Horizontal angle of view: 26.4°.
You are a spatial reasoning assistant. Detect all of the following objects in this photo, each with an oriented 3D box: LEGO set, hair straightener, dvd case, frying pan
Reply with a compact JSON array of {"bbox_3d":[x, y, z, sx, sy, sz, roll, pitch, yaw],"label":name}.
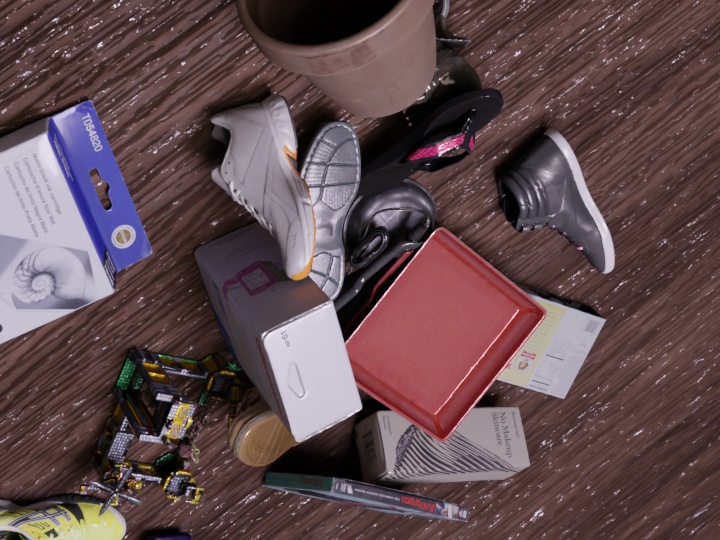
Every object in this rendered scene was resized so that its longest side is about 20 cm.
[{"bbox_3d":[-0.204,0.184,1.663,0.154,0.116,0.200,23,104,-35],"label":"LEGO set"},{"bbox_3d":[0.000,0.000,1.691,0.077,0.041,0.200,30,118,-32],"label":"hair straightener"},{"bbox_3d":[0.007,0.266,1.810,0.200,0.146,0.022,17,77,-34],"label":"dvd case"},{"bbox_3d":[0.032,-0.013,1.737,0.115,0.031,0.190,-3,115,-23],"label":"frying pan"}]

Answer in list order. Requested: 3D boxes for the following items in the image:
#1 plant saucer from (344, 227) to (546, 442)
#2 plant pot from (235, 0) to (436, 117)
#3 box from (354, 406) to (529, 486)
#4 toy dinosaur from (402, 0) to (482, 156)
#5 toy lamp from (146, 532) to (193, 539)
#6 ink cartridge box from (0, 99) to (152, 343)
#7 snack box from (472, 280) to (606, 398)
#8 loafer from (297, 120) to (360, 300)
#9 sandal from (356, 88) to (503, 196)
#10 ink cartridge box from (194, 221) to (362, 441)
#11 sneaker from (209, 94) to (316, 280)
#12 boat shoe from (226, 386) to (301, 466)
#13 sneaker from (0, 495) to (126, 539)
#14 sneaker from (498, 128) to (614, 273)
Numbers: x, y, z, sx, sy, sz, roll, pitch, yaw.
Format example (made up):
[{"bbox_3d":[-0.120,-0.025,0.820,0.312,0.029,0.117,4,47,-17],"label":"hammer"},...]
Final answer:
[{"bbox_3d":[0.086,0.071,1.757,0.200,0.037,0.200,36,94,-33],"label":"plant saucer"},{"bbox_3d":[-0.001,-0.242,1.508,0.200,0.200,0.175,-38,143,-4],"label":"plant pot"},{"bbox_3d":[0.098,0.211,1.846,0.200,0.082,0.068,-1,159,-28],"label":"box"},{"bbox_3d":[0.090,-0.190,1.639,0.102,0.077,0.200,-26,122,4],"label":"toy dinosaur"},{"bbox_3d":[-0.163,0.344,1.811,0.200,0.058,0.058,14,109,-32],"label":"toy lamp"},{"bbox_3d":[-0.321,-0.044,1.528,0.200,0.041,0.200,-27,125,-12],"label":"ink cartridge box"},{"bbox_3d":[0.193,0.079,1.861,0.200,0.037,0.116,18,105,-33],"label":"snack box"},{"bbox_3d":[-0.048,-0.066,1.647,0.072,0.063,0.201,1,105,-25],"label":"loafer"},{"bbox_3d":[0.076,-0.125,1.632,0.200,0.045,0.075,-35,151,25],"label":"sandal"},{"bbox_3d":[-0.086,0.061,1.606,0.085,0.200,0.145,-24,125,-13],"label":"ink cartridge box"},{"bbox_3d":[-0.101,-0.078,1.555,0.092,0.200,0.076,-11,158,-10],"label":"sneaker"},{"bbox_3d":[-0.102,0.160,1.683,0.074,0.069,0.200,-64,161,14],"label":"boat shoe"},{"bbox_3d":[-0.349,0.293,1.675,0.200,0.076,0.076,2,113,-29],"label":"sneaker"},{"bbox_3d":[0.223,-0.060,1.785,0.099,0.071,0.200,-33,120,-5],"label":"sneaker"}]
